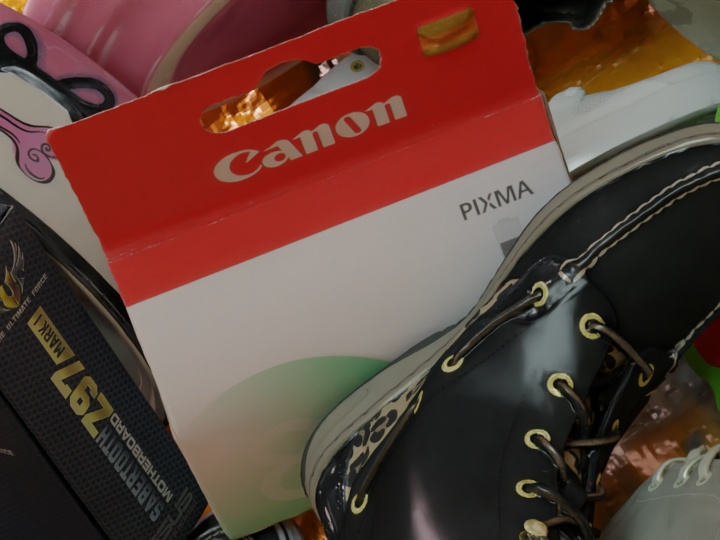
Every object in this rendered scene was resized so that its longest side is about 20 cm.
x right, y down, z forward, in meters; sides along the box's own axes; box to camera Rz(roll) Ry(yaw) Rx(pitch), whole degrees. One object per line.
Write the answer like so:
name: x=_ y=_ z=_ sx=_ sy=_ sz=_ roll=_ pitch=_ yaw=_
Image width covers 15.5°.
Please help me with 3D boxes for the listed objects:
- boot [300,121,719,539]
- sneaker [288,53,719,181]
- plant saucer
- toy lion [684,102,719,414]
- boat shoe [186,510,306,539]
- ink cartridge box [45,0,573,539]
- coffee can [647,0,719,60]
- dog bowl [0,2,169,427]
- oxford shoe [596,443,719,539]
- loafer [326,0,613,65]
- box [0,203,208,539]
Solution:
boot: x=0.069 y=0.059 z=0.838 sx=0.203 sy=0.073 sz=0.154 roll=-41 pitch=28 yaw=18
sneaker: x=0.044 y=-0.051 z=0.991 sx=0.199 sy=0.074 sz=0.116 roll=-28 pitch=59 yaw=9
plant saucer: x=-0.034 y=-0.122 z=0.998 sx=0.200 sy=0.200 sz=0.051 roll=-37 pitch=80 yaw=5
toy lion: x=0.185 y=0.023 z=0.868 sx=0.191 sy=0.068 sz=0.202 roll=-17 pitch=83 yaw=49
boat shoe: x=-0.082 y=0.167 z=0.948 sx=0.072 sy=0.071 sz=0.201 roll=19 pitch=73 yaw=32
ink cartridge box: x=0.000 y=0.000 z=0.894 sx=0.160 sy=0.200 sz=0.050 roll=-21 pitch=56 yaw=0
coffee can: x=0.189 y=-0.179 z=0.927 sx=0.145 sy=0.146 sz=0.201 roll=9 pitch=66 yaw=28
dog bowl: x=-0.133 y=-0.027 z=0.996 sx=0.199 sy=0.201 sz=0.074 roll=23 pitch=66 yaw=32
oxford shoe: x=0.124 y=0.078 z=0.848 sx=0.200 sy=0.075 sz=0.058 roll=-42 pitch=67 yaw=45
loafer: x=0.083 y=-0.123 z=0.986 sx=0.199 sy=0.075 sz=0.070 roll=-33 pitch=58 yaw=-15
box: x=-0.169 y=0.034 z=0.977 sx=0.199 sy=0.158 sz=0.051 roll=10 pitch=52 yaw=39
